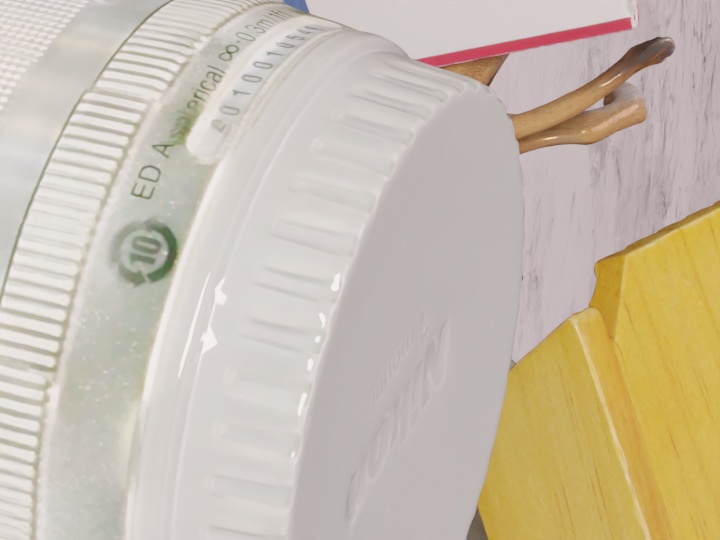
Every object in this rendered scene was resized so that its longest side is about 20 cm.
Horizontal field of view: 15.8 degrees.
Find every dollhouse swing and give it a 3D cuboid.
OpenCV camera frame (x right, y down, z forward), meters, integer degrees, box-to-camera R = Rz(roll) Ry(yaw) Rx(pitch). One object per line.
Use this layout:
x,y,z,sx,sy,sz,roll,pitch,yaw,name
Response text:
0.090,0.083,0.981,0.200,0.175,0.182,-24,96,-49,dollhouse swing

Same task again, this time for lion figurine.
0.003,-0.067,0.909,0.122,0.200,0.073,-28,112,-32,lion figurine

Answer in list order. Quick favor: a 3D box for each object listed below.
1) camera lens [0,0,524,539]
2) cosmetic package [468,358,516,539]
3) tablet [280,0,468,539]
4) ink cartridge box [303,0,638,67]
-0.080,0.010,0.576,0.160,0.199,0.161,12,90,-71,camera lens
0.007,0.131,1.053,0.200,0.071,0.105,-44,165,-14,cosmetic package
0.000,0.000,0.812,0.130,0.014,0.200,-97,169,-53,tablet
0.005,-0.157,0.906,0.200,0.144,0.085,-102,-179,-51,ink cartridge box
